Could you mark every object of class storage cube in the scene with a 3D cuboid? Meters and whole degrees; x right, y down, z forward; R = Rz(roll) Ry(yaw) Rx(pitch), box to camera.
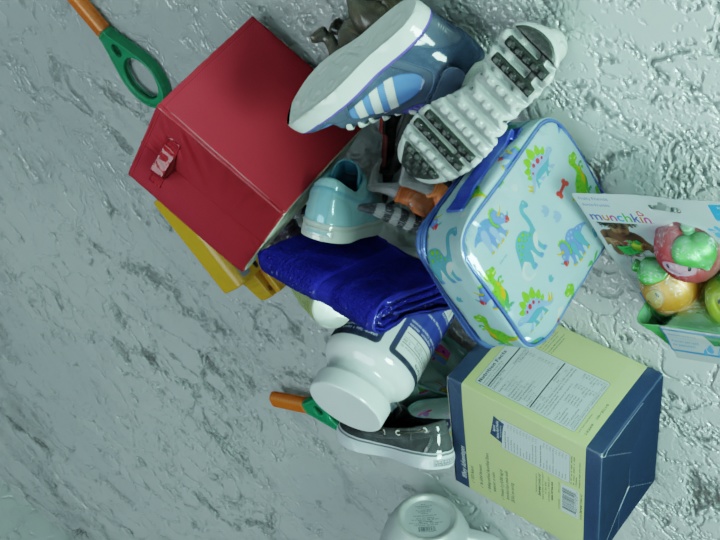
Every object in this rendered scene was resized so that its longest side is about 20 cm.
[{"bbox_3d":[-0.130,-0.139,1.459,0.180,0.200,0.171,40,148,-2],"label":"storage cube"}]

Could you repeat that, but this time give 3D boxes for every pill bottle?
[{"bbox_3d":[0.029,0.080,1.491,0.115,0.201,0.116,25,152,15],"label":"pill bottle"}]

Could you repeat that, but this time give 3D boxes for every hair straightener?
[{"bbox_3d":[0.051,-0.128,1.395,0.077,0.041,0.201,36,148,17],"label":"hair straightener"}]

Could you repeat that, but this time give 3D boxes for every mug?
[{"bbox_3d":[0.121,0.417,1.858,0.198,0.148,0.176,5,130,7],"label":"mug"}]

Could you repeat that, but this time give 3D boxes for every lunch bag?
[{"bbox_3d":[0.149,-0.040,1.222,0.082,0.200,0.161,-2,133,49],"label":"lunch bag"},{"bbox_3d":[0.058,0.144,1.627,0.199,0.122,0.171,30,144,4],"label":"lunch bag"}]

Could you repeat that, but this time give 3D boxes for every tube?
[{"bbox_3d":[-0.057,0.023,1.531,0.200,0.052,0.058,-152,66,-72],"label":"tube"}]

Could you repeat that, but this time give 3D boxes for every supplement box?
[{"bbox_3d":[0.220,0.182,1.455,0.199,0.134,0.201,26,143,30],"label":"supplement box"}]

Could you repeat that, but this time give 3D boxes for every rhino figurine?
[{"bbox_3d":[-0.006,-0.228,1.334,0.087,0.060,0.200,41,150,13],"label":"rhino figurine"}]

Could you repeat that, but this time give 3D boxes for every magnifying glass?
[{"bbox_3d":[-0.065,0.206,1.928,0.199,0.022,0.080,3,129,45],"label":"magnifying glass"},{"bbox_3d":[-0.321,-0.297,1.677,0.200,0.022,0.080,48,149,-6],"label":"magnifying glass"}]

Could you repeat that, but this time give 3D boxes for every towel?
[{"bbox_3d":[0.000,0.000,1.414,0.199,0.147,0.050,26,120,40],"label":"towel"}]

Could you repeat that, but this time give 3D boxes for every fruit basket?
[{"bbox_3d":[0.304,0.005,1.167,0.185,0.094,0.200,8,152,46],"label":"fruit basket"}]

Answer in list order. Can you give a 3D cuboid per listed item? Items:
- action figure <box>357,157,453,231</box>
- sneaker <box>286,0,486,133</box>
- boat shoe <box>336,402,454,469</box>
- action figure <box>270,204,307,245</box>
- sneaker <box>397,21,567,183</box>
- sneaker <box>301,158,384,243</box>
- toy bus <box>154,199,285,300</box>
[{"bbox_3d":[0.085,-0.042,1.384,0.193,0.105,0.200,40,155,-14],"label":"action figure"},{"bbox_3d":[0.040,-0.167,1.271,0.146,0.081,0.200,36,127,-27],"label":"sneaker"},{"bbox_3d":[0.038,0.187,1.535,0.200,0.070,0.067,10,106,57],"label":"boat shoe"},{"bbox_3d":[-0.071,-0.031,1.636,0.200,0.069,0.130,43,156,13],"label":"action figure"},{"bbox_3d":[0.117,-0.154,1.190,0.200,0.081,0.075,-40,89,31],"label":"sneaker"},{"bbox_3d":[-0.008,-0.084,1.424,0.073,0.200,0.082,17,104,8],"label":"sneaker"},{"bbox_3d":[-0.186,-0.041,1.746,0.200,0.078,0.065,53,148,-10],"label":"toy bus"}]
